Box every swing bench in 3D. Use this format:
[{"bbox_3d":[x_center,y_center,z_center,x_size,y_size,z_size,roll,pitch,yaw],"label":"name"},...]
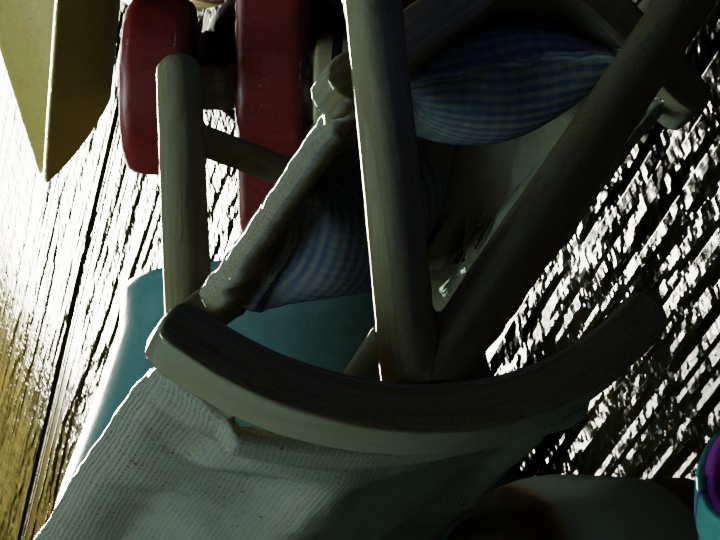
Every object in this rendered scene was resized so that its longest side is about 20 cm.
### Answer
[{"bbox_3d":[0.000,0.000,0.745,0.199,0.129,0.201,130,158,-59],"label":"swing bench"}]

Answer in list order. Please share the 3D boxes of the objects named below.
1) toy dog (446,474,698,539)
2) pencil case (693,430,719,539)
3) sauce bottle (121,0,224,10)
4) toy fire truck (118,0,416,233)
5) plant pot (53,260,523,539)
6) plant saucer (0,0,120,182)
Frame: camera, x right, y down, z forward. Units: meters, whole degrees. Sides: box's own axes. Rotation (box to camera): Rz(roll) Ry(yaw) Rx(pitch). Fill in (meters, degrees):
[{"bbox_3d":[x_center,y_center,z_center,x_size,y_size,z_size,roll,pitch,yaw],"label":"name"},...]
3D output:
[{"bbox_3d":[0.068,0.160,0.795,0.194,0.139,0.201,-18,84,60],"label":"toy dog"},{"bbox_3d":[0.130,0.133,0.656,0.092,0.085,0.201,5,111,31],"label":"pencil case"},{"bbox_3d":[-0.084,-0.145,1.214,0.200,0.066,0.066,-178,78,-74],"label":"sauce bottle"},{"bbox_3d":[-0.027,-0.124,1.008,0.168,0.112,0.201,-82,-8,-62],"label":"toy fire truck"},{"bbox_3d":[-0.023,0.097,0.979,0.200,0.199,0.189,150,123,-72],"label":"plant pot"},{"bbox_3d":[-0.175,-0.185,1.512,0.200,0.048,0.201,104,151,-54],"label":"plant saucer"}]
